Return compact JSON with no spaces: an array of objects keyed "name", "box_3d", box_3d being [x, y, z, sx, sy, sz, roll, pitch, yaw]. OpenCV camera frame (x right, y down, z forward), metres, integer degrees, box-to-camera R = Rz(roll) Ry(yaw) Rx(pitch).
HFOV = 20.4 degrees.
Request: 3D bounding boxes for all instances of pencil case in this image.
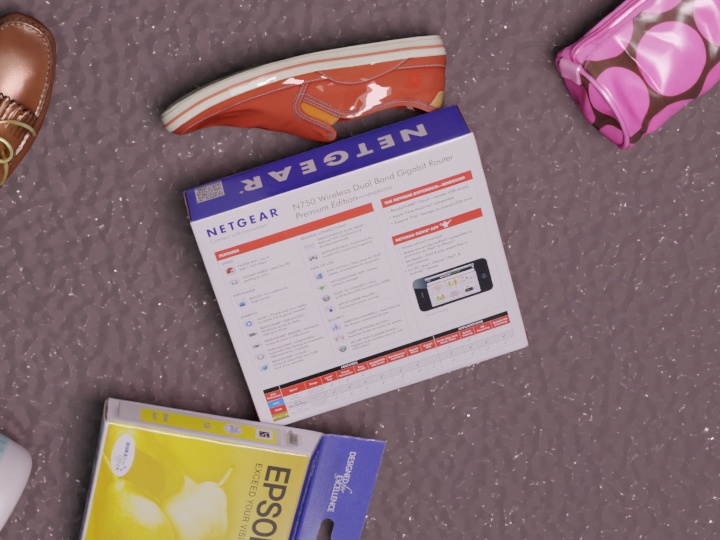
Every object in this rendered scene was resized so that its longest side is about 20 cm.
[{"name":"pencil case","box_3d":[0.225,-0.176,1.365,0.200,0.091,0.094,-42,139,3]}]

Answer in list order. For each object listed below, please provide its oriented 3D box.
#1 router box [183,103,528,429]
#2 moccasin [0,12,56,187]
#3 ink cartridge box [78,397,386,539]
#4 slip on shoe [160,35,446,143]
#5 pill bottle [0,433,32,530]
[{"name":"router box","box_3d":[0.000,0.000,1.378,0.200,0.049,0.180,-17,121,-2]},{"name":"moccasin","box_3d":[-0.267,-0.080,1.340,0.074,0.078,0.201,35,98,-13]},{"name":"ink cartridge box","box_3d":[-0.099,0.195,1.419,0.200,0.047,0.198,11,116,-7]},{"name":"slip on shoe","box_3d":[-0.036,-0.115,1.358,0.200,0.074,0.061,-11,94,-8]},{"name":"pill bottle","box_3d":[-0.334,0.122,1.365,0.200,0.111,0.111,34,98,-13]}]
